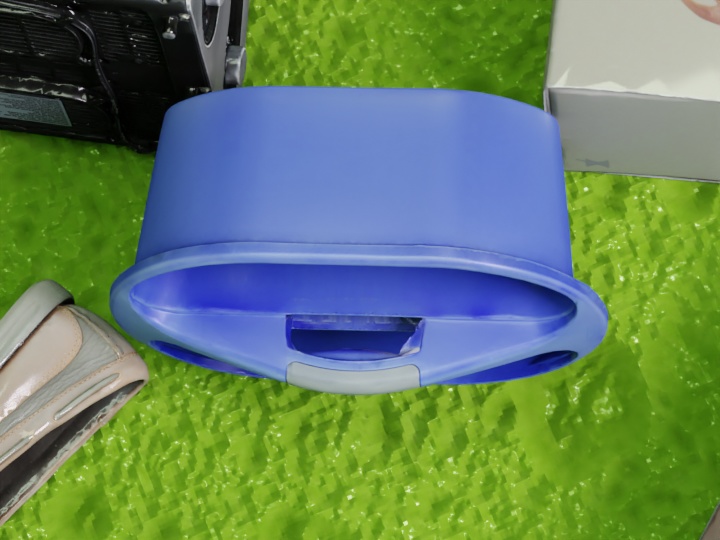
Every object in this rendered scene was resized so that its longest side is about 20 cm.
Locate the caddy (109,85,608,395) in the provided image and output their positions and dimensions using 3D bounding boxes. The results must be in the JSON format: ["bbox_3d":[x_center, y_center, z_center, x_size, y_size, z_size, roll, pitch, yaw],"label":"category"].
[{"bbox_3d":[0.000,0.000,1.096,0.199,0.141,0.105,1,68,6],"label":"caddy"}]

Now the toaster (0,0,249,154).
[{"bbox_3d":[-0.141,-0.131,1.131,0.199,0.181,0.119,7,71,6],"label":"toaster"}]

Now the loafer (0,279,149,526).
[{"bbox_3d":[-0.165,0.097,1.121,0.063,0.072,0.200,34,76,7],"label":"loafer"}]

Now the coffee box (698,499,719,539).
[{"bbox_3d":[0.201,0.102,1.076,0.114,0.080,0.200,28,77,13],"label":"coffee box"}]

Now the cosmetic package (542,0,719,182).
[{"bbox_3d":[0.131,-0.148,1.149,0.087,0.103,0.201,6,75,8],"label":"cosmetic package"}]
